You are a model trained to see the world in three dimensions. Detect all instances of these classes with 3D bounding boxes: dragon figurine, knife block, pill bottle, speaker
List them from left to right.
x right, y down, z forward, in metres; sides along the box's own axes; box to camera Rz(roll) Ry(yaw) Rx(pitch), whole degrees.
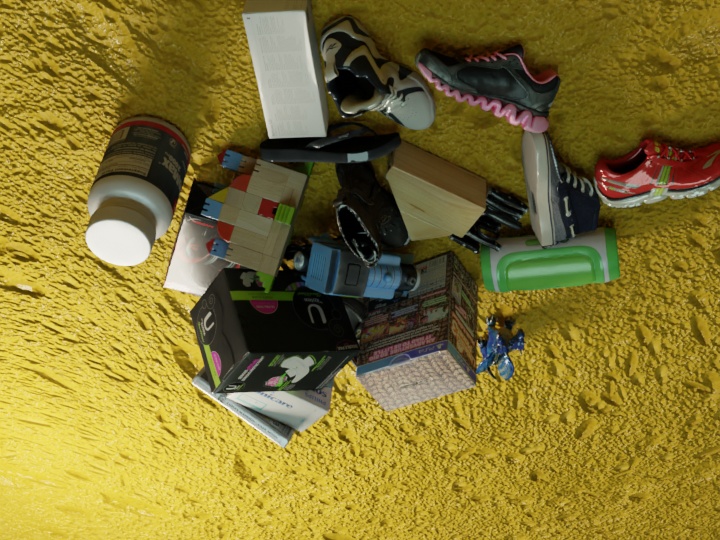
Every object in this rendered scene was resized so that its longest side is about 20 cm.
[{"bbox_3d":[-0.313,-0.108,1.473,0.119,0.201,0.120,4,138,4],"label":"pill bottle"},{"bbox_3d":[0.144,-0.108,1.513,0.175,0.064,0.200,-9,135,16],"label":"knife block"},{"bbox_3d":[0.224,0.144,1.746,0.059,0.100,0.200,11,137,-4],"label":"dragon figurine"},{"bbox_3d":[0.283,-0.016,1.578,0.199,0.089,0.089,-6,136,14],"label":"speaker"}]

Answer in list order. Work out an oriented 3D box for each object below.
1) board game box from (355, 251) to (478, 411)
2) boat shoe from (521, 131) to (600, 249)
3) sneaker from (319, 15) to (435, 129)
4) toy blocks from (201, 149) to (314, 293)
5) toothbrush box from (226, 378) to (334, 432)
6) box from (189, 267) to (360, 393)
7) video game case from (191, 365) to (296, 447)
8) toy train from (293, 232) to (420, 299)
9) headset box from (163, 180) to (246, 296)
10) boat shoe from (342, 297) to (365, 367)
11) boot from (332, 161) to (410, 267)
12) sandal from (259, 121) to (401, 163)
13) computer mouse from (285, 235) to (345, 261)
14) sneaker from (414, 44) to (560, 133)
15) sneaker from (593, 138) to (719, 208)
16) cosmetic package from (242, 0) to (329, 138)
[{"bbox_3d":[0.091,0.094,1.636,0.159,0.201,0.097,-19,132,26],"label":"board game box"},{"bbox_3d":[0.283,-0.125,1.482,0.092,0.075,0.200,-16,134,-2],"label":"boat shoe"},{"bbox_3d":[0.021,-0.221,1.358,0.079,0.130,0.199,-22,130,29],"label":"sneaker"},{"bbox_3d":[-0.162,-0.084,1.509,0.136,0.201,0.100,18,180,1],"label":"toy blocks"},{"bbox_3d":[-0.118,0.137,1.711,0.146,0.201,0.085,27,134,-22],"label":"toothbrush box"},{"bbox_3d":[-0.129,0.091,1.580,0.199,0.149,0.124,2,144,-38],"label":"box"},{"bbox_3d":[-0.172,0.194,1.756,0.182,0.200,0.023,35,110,-2],"label":"video game case"},{"bbox_3d":[0.000,0.000,1.572,0.199,0.114,0.087,7,99,-34],"label":"toy train"},{"bbox_3d":[-0.215,-0.029,1.638,0.148,0.075,0.200,16,136,-11],"label":"headset box"},{"bbox_3d":[-0.003,0.109,1.704,0.072,0.060,0.200,-22,130,13],"label":"boat shoe"},{"bbox_3d":[0.012,-0.063,1.486,0.069,0.174,0.200,-25,124,18],"label":"boot"},{"bbox_3d":[-0.044,-0.178,1.459,0.199,0.076,0.043,-1,114,8],"label":"sandal"},{"bbox_3d":[-0.045,0.021,1.693,0.109,0.044,0.200,-15,131,6],"label":"computer mouse"},{"bbox_3d":[0.168,-0.254,1.359,0.199,0.079,0.096,20,114,-14],"label":"sneaker"},{"bbox_3d":[0.415,-0.143,1.433,0.199,0.077,0.085,-15,123,19],"label":"sneaker"},{"bbox_3d":[-0.095,-0.266,1.384,0.082,0.051,0.200,-2,137,6],"label":"cosmetic package"}]
